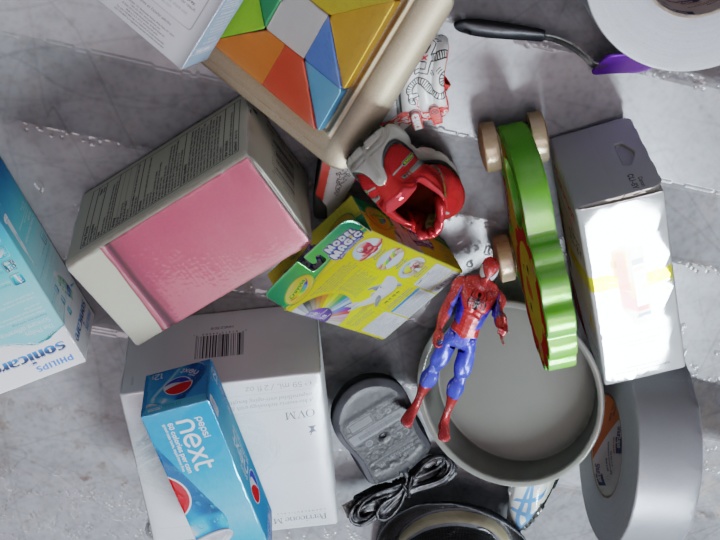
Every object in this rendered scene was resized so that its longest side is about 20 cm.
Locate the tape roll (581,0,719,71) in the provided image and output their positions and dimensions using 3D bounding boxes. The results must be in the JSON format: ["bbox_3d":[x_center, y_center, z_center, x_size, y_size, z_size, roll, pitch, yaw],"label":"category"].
[{"bbox_3d":[0.274,-0.272,0.960,0.196,0.067,0.203,-3,121,-4],"label":"tape roll"}]

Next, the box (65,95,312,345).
[{"bbox_3d":[-0.153,-0.047,1.060,0.198,0.129,0.109,-29,121,14],"label":"box"}]

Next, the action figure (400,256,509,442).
[{"bbox_3d":[0.095,0.085,1.138,0.064,0.099,0.203,19,111,1],"label":"action figure"}]

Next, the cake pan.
[{"bbox_3d":[0.157,0.124,1.202,0.197,0.037,0.204,6,107,19],"label":"cake pan"}]

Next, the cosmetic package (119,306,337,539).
[{"bbox_3d":[-0.130,0.159,1.195,0.195,0.124,0.203,-6,124,-1],"label":"cosmetic package"}]

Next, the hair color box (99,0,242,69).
[{"bbox_3d":[-0.123,-0.278,0.942,0.099,0.061,0.201,38,114,1],"label":"hair color box"}]

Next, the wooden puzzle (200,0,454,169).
[{"bbox_3d":[-0.046,-0.212,0.983,0.199,0.037,0.186,36,115,4],"label":"wooden puzzle"}]

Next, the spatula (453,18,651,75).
[{"bbox_3d":[0.180,-0.203,1.050,0.196,0.057,0.021,13,79,-5],"label":"spatula"}]

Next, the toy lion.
[{"bbox_3d":[0.163,-0.018,1.068,0.067,0.193,0.203,-11,122,2],"label":"toy lion"}]

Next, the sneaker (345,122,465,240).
[{"bbox_3d":[0.050,-0.063,1.049,0.077,0.086,0.199,-38,159,17],"label":"sneaker"}]

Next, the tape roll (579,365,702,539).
[{"bbox_3d":[0.282,0.179,1.187,0.065,0.201,0.203,3,122,-6],"label":"tape roll"}]

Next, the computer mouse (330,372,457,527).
[{"bbox_3d":[0.018,0.180,1.261,0.137,0.053,0.202,-26,128,-5],"label":"computer mouse"}]

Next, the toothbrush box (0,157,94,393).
[{"bbox_3d":[-0.365,0.014,1.105,0.144,0.086,0.202,-21,121,7],"label":"toothbrush box"}]

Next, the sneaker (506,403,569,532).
[{"bbox_3d":[0.190,0.212,1.295,0.072,0.072,0.203,23,128,18],"label":"sneaker"}]

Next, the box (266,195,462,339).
[{"bbox_3d":[0.000,0.000,1.095,0.117,0.049,0.199,-41,151,18],"label":"box"}]

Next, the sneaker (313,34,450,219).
[{"bbox_3d":[0.021,-0.130,1.060,0.106,0.068,0.204,10,118,-7],"label":"sneaker"}]

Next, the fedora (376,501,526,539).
[{"bbox_3d":[0.100,0.356,1.327,0.197,0.092,0.203,7,130,8],"label":"fedora"}]

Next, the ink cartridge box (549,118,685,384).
[{"bbox_3d":[0.242,-0.020,1.103,0.082,0.146,0.203,-13,122,5],"label":"ink cartridge box"}]

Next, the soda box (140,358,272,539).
[{"bbox_3d":[-0.142,0.188,1.101,0.067,0.065,0.203,-14,121,4],"label":"soda box"}]
